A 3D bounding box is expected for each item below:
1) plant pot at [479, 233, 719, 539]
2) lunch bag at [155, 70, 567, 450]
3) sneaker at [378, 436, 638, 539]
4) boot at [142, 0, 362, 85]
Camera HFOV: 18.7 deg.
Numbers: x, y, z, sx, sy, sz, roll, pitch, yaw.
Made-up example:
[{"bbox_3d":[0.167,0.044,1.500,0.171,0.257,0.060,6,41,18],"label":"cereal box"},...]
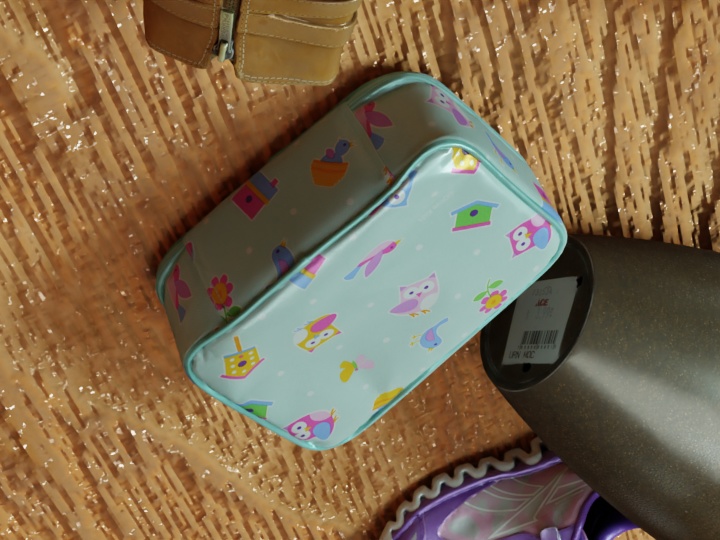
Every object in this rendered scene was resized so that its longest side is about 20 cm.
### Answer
[{"bbox_3d":[0.172,0.060,1.253,0.199,0.187,0.187,25,119,-32],"label":"plant pot"},{"bbox_3d":[0.000,0.000,1.141,0.200,0.077,0.160,-40,142,14],"label":"lunch bag"},{"bbox_3d":[0.106,0.162,1.382,0.199,0.089,0.081,-27,144,0],"label":"sneaker"},{"bbox_3d":[-0.008,-0.137,0.915,0.199,0.077,0.156,13,130,8],"label":"boot"}]
